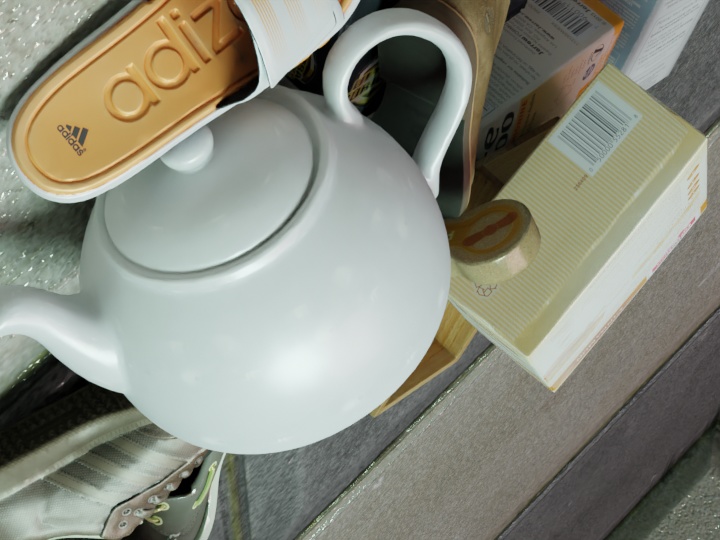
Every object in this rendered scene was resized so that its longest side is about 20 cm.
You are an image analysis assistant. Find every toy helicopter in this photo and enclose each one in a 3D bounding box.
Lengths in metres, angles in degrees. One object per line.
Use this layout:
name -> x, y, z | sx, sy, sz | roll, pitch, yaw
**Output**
toy helicopter -> 0.000, 0.000, 1.090 | 0.079, 0.199, 0.133 | 58, 39, -35

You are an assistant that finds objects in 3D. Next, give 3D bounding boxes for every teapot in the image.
teapot -> -0.054, -0.021, 1.000 | 0.146, 0.196, 0.201 | 63, 34, -48

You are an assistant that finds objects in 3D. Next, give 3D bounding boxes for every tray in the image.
tray -> 0.064, -0.001, 1.295 | 0.099, 0.037, 0.200 | -31, 159, -48

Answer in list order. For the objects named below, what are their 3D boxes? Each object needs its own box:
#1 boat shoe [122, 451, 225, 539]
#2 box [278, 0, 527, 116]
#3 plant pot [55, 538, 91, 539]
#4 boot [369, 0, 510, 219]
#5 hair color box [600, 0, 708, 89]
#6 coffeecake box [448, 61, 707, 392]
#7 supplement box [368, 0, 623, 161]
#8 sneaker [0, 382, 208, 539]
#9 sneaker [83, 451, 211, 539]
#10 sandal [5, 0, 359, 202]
boat shoe -> -0.119, 0.119, 1.282 | 0.060, 0.072, 0.202 | -14, 135, -59
box -> 0.035, -0.168, 1.105 | 0.200, 0.046, 0.159 | -36, 158, -37
plant pot -> -0.152, 0.246, 1.163 | 0.200, 0.200, 0.174 | -41, 138, -24
boot -> 0.045, -0.088, 1.113 | 0.076, 0.073, 0.200 | -51, 165, -32
hair color box -> 0.202, -0.206, 1.407 | 0.099, 0.061, 0.200 | -33, 157, -43
coffeecake box -> 0.126, -0.018, 1.198 | 0.154, 0.073, 0.200 | -51, 167, -1
supplement box -> 0.064, -0.090, 1.287 | 0.200, 0.073, 0.126 | -37, 159, -33
sneaker -> -0.128, 0.101, 1.125 | 0.199, 0.076, 0.070 | -23, -157, -4
sneaker -> -0.141, 0.100, 1.181 | 0.200, 0.075, 0.079 | -50, 160, 0
sandal -> -0.066, -0.103, 0.918 | 0.207, 0.079, 0.059 | -44, -167, -13
